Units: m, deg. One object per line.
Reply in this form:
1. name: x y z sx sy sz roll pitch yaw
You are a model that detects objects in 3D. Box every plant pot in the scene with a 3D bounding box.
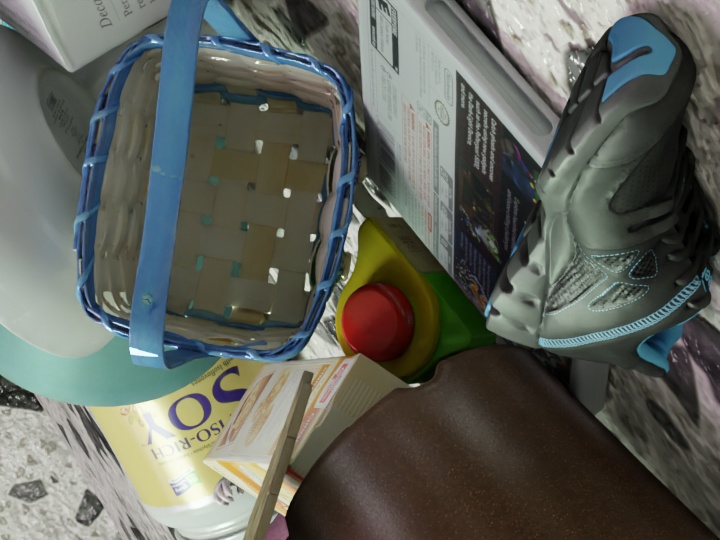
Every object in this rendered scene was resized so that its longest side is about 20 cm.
1. plant pot: -0.164 -0.040 1.510 0.201 0.200 0.161 51 151 24
2. plant pot: 0.079 0.152 1.078 0.198 0.200 0.200 52 164 25

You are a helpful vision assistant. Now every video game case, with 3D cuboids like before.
1. video game case: 0.059 -0.040 1.106 0.182 0.023 0.200 52 163 25

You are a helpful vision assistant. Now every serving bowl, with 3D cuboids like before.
1. serving bowl: -0.171 -0.056 1.263 0.200 0.066 0.200 50 -160 -25

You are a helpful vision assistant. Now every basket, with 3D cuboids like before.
1. basket: -0.073 -0.041 1.169 0.200 0.139 0.177 7 -88 -77

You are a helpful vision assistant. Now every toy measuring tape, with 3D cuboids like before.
1. toy measuring tape: 0.000 0.000 1.273 0.200 0.074 0.074 51 164 22

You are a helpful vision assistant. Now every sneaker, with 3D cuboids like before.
1. sneaker: 0.108 -0.027 0.919 0.082 0.073 0.200 23 151 6

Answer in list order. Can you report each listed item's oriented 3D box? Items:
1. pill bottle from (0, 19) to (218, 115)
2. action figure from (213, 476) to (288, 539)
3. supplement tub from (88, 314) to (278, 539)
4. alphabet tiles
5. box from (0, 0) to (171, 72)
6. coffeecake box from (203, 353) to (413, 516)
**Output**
1. pill bottle: -0.170 -0.163 1.428 0.200 0.111 0.111 49 163 34
2. action figure: -0.016 0.155 1.540 0.134 0.200 0.149 16 -174 13
3. supplement tub: -0.117 0.095 1.707 0.200 0.145 0.145 62 165 -17
4. alphabet tiles: -0.058 0.148 1.126 0.006 0.167 0.200 19 139 -2
5. box: -0.172 -0.239 1.237 0.199 0.131 0.200 37 154 55
6. coffeecake box: 0.015 0.117 1.293 0.153 0.073 0.200 34 168 -11
